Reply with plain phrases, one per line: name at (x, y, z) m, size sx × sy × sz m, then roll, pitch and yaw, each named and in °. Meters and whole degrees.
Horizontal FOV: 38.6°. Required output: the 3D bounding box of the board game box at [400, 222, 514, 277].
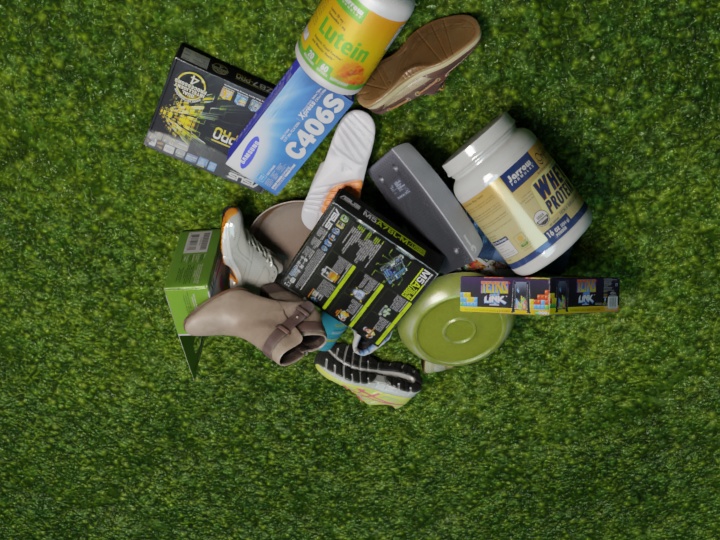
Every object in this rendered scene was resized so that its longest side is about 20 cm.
board game box at (0.155, -0.034, 1.634) m, size 0.196 × 0.024 × 0.106 m, roll 17°, pitch 110°, yaw -7°

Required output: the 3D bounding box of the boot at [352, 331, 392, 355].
boot at (0.055, 0.059, 1.692) m, size 0.073 × 0.096 × 0.201 m, roll 28°, pitch 125°, yaw -16°

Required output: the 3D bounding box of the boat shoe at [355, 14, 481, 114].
boat shoe at (0.089, -0.283, 1.445) m, size 0.198 × 0.073 × 0.072 m, roll -33°, pitch 150°, yaw 16°

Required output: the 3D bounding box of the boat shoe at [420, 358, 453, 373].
boat shoe at (0.140, 0.091, 1.732) m, size 0.065 × 0.075 × 0.202 m, roll 0°, pitch 134°, yaw -4°

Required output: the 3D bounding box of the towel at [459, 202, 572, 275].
towel at (0.237, -0.062, 1.589) m, size 0.196 × 0.049 × 0.114 m, roll 13°, pitch 110°, yaw -6°

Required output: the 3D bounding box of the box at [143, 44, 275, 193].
box at (-0.205, -0.222, 1.527) m, size 0.197 × 0.050 × 0.162 m, roll 22°, pitch 128°, yaw -14°

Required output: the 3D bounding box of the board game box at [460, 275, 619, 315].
board game box at (0.272, 0.035, 1.554) m, size 0.163 × 0.058 × 0.198 m, roll 2°, pitch -179°, yaw 43°

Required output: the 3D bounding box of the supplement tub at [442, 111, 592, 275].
supplement tub at (0.223, -0.111, 1.480) m, size 0.144 × 0.145 × 0.201 m, roll -37°, pitch 96°, yaw 30°

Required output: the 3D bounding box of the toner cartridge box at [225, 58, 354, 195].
toner cartridge box at (-0.102, -0.207, 1.475) m, size 0.094 × 0.044 × 0.200 m, roll 30°, pitch 124°, yaw -20°

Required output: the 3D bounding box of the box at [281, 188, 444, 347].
box at (0.000, 0.000, 1.573) m, size 0.191 × 0.048 × 0.201 m, roll 31°, pitch 132°, yaw -6°

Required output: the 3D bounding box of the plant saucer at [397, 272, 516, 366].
plant saucer at (0.158, 0.089, 1.663) m, size 0.195 × 0.031 × 0.203 m, roll -3°, pitch 130°, yaw -4°

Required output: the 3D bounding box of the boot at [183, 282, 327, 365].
boot at (-0.154, 0.091, 1.574) m, size 0.197 × 0.146 × 0.071 m, roll -23°, pitch 139°, yaw -23°

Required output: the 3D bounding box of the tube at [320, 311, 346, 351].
tube at (-0.027, 0.061, 1.716) m, size 0.051 × 0.077 × 0.201 m, roll 53°, pitch 136°, yaw 16°

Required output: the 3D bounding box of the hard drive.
hard drive at (0.098, -0.093, 1.528) m, size 0.201 × 0.042 × 0.135 m, roll 53°, pitch 160°, yaw -3°

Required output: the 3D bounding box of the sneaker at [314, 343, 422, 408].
sneaker at (0.006, 0.199, 1.826) m, size 0.197 × 0.079 × 0.091 m, roll 21°, pitch 135°, yaw -8°

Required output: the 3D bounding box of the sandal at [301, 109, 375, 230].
sandal at (-0.024, -0.151, 1.559) m, size 0.078 × 0.059 × 0.209 m, roll 22°, pitch 115°, yaw -4°

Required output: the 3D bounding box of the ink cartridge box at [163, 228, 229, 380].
ink cartridge box at (-0.252, 0.056, 1.692) m, size 0.074 × 0.149 × 0.203 m, roll -4°, pitch 129°, yaw 8°

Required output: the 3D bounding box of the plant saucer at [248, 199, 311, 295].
plant saucer at (-0.087, -0.038, 1.673) m, size 0.196 × 0.032 × 0.203 m, roll 3°, pitch 128°, yaw 4°

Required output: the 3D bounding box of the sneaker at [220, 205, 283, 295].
sneaker at (-0.171, -0.025, 1.636) m, size 0.090 × 0.077 × 0.202 m, roll -5°, pitch 136°, yaw 1°

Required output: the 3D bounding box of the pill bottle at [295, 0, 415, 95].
pill bottle at (0.004, -0.344, 1.366) m, size 0.110 × 0.112 × 0.201 m, roll 27°, pitch 127°, yaw -15°
